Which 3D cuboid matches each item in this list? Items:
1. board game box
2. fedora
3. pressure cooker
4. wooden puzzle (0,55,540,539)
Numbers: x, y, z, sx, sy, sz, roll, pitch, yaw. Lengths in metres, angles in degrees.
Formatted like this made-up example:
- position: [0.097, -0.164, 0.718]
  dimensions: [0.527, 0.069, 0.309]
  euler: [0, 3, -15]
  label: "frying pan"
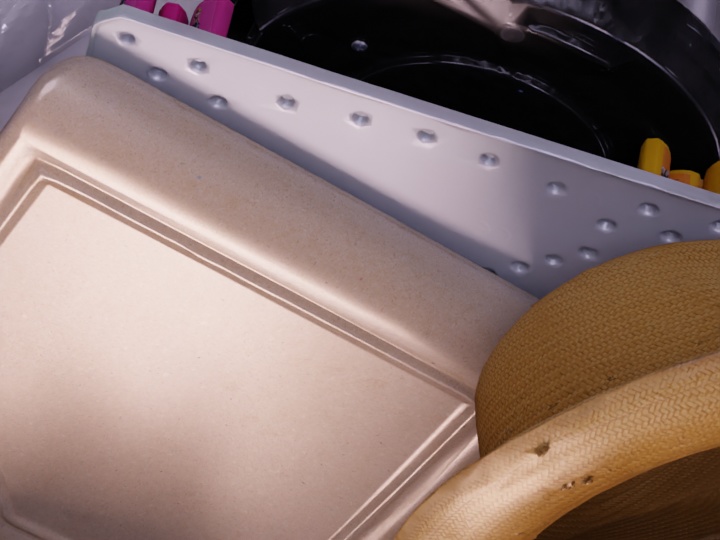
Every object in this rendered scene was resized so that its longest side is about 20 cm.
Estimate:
- position: [0.000, 0.000, 0.727]
  dimensions: [0.200, 0.200, 0.026]
  euler: [17, 55, -5]
  label: "board game box"
- position: [0.098, 0.046, 0.656]
  dimensions: [0.200, 0.201, 0.082]
  euler: [-9, 57, -8]
  label: "fedora"
- position: [0.055, -0.118, 0.743]
  dimensions: [0.176, 0.179, 0.200]
  euler: [14, 59, -2]
  label: "pressure cooker"
- position: [-0.064, 0.041, 0.719]
  dimensions: [0.185, 0.037, 0.200]
  euler: [28, 123, -19]
  label: "wooden puzzle"
